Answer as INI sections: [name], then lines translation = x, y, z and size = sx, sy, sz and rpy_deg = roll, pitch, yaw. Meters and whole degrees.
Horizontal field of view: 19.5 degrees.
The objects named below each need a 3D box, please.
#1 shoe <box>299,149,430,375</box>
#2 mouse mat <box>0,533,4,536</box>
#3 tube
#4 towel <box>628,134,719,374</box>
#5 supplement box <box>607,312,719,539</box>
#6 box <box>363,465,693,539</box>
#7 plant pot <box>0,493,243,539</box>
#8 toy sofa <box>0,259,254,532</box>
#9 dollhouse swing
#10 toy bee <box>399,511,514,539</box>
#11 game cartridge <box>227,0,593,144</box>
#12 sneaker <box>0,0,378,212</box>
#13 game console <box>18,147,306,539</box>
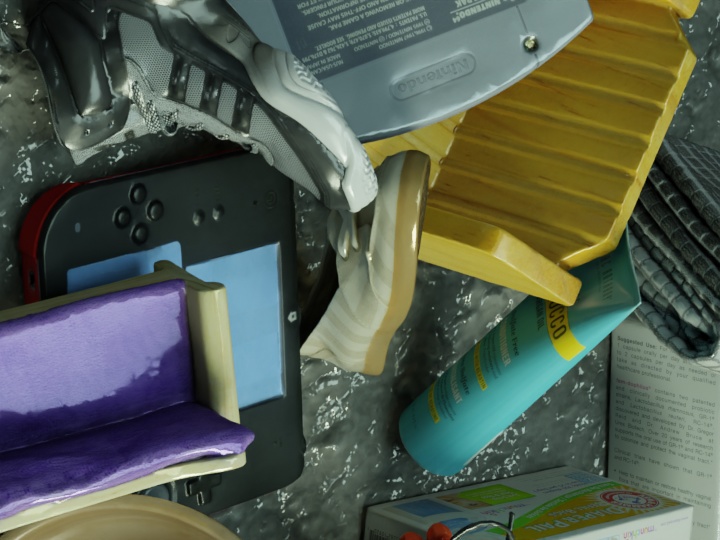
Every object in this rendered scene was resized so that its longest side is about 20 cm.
[shoe]
translation = 0.000, 0.000, 1.141
size = 0.200, 0.053, 0.070
rpy_deg = 107, -9, -58
[mouse mat]
translation = -0.207, 0.235, 1.094
size = 0.160, 0.007, 0.202
rpy_deg = 9, 93, -46
[tube]
translation = 0.099, 0.048, 1.232
size = 0.050, 0.200, 0.078
rpy_deg = 21, 42, -28
[towel]
translation = 0.228, -0.016, 1.330
size = 0.165, 0.200, 0.086
rpy_deg = 13, 123, -44
[supplement box]
translation = 0.237, 0.127, 1.444
size = 0.101, 0.103, 0.202
rpy_deg = -12, 106, -41
[box]
translation = 0.106, 0.196, 1.322
size = 0.199, 0.112, 0.102
rpy_deg = -6, 104, -45
[plant pot]
translation = -0.115, 0.221, 1.070
size = 0.202, 0.199, 0.093
rpy_deg = -66, 164, -10
[toy sofa]
translation = -0.154, 0.063, 1.011
size = 0.199, 0.097, 0.084
rpy_deg = -14, 110, -26
[dollhouse swing]
translation = 0.059, -0.122, 1.173
size = 0.176, 0.181, 0.201
rpy_deg = 40, 72, -54
[toy bee]
translation = 0.062, 0.196, 1.176
size = 0.130, 0.109, 0.202
rpy_deg = 5, 116, -24
[game cartridge]
translation = 0.019, -0.143, 1.128
size = 0.199, 0.042, 0.134
rpy_deg = -22, 97, -12
[sneaker]
translation = -0.090, -0.080, 1.052
size = 0.114, 0.075, 0.200
rpy_deg = -45, 95, -4
[game console]
translation = -0.100, 0.041, 1.129
size = 0.176, 0.031, 0.202
rpy_deg = -14, 110, -37
